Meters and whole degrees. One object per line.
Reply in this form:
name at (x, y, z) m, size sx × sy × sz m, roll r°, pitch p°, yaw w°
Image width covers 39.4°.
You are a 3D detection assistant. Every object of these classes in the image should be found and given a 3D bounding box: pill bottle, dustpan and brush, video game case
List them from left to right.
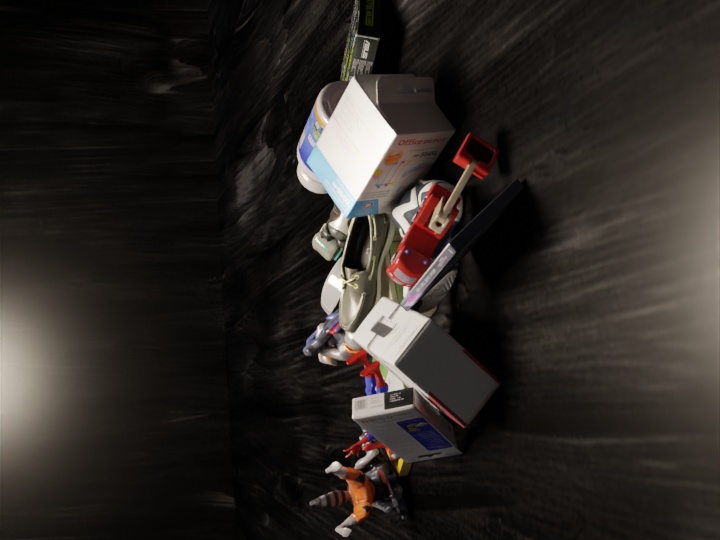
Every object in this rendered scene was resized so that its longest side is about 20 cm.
pill bottle at (-0.045, -0.218, 1.707) m, size 0.200 × 0.111 × 0.113 m, roll 121°, pitch 143°, yaw -55°
dustpan and brush at (-0.024, 0.013, 1.725) m, size 0.140 × 0.057 × 0.200 m, roll -58°, pitch -13°, yaw -3°
video game case at (0.131, -0.030, 1.326) m, size 0.019 × 0.143 × 0.200 m, roll 45°, pitch 152°, yaw 5°

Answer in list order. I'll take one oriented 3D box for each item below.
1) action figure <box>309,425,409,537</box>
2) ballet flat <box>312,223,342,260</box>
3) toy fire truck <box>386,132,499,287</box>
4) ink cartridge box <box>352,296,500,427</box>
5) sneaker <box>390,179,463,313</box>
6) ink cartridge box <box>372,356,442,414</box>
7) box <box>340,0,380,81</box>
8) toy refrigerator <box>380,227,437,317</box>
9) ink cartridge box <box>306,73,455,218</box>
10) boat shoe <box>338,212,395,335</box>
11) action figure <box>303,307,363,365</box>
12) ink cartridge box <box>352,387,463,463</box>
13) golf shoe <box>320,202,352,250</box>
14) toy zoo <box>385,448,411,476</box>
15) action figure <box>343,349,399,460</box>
action figure at (-0.005, 0.348, 1.720) m, size 0.104 × 0.193 × 0.202 m, roll -26°, pitch 78°, yaw 25°
ballet flat at (-0.034, -0.067, 1.804) m, size 0.068 × 0.063 × 0.200 m, roll -57°, pitch -7°, yaw 19°
toy fire truck at (0.109, -0.077, 1.364) m, size 0.201 × 0.048 × 0.141 m, roll -61°, pitch 4°, yaw -12°
ink cartridge box at (0.088, 0.125, 1.426) m, size 0.084 × 0.144 × 0.200 m, roll -50°, pitch 17°, yaw -5°
sneaker at (0.092, -0.046, 1.523) m, size 0.130 × 0.079 × 0.201 m, roll -131°, pitch 42°, yaw -66°
ink cartridge box at (0.075, 0.185, 1.632) m, size 0.201 × 0.059 × 0.105 m, roll -106°, pitch 21°, yaw -45°
box at (-0.002, -0.379, 1.769) m, size 0.194 × 0.047 × 0.201 m, roll -91°, pitch 11°, yaw -46°
toy refrigerator at (0.064, -0.019, 1.622) m, size 0.070 × 0.075 × 0.202 m, roll 121°, pitch 143°, yaw -60°
ink cartridge box at (0.034, -0.196, 1.507) m, size 0.126 × 0.128 × 0.201 m, roll 56°, pitch 135°, yaw 24°
boat shoe at (-0.002, -0.001, 1.573) m, size 0.072 × 0.060 × 0.204 m, roll 13°, pitch 88°, yaw 44°
action figure at (-0.001, 0.095, 1.701) m, size 0.105 × 0.200 × 0.193 m, roll 46°, pitch 174°, yaw -3°
ink cartridge box at (0.071, 0.225, 1.437) m, size 0.200 × 0.094 × 0.037 m, roll 50°, pitch -147°, yaw -50°
golf shoe at (-0.006, -0.119, 1.734) m, size 0.201 × 0.077 × 0.095 m, roll -73°, pitch 7°, yaw -55°
toy zoo at (0.062, 0.263, 1.753) m, size 0.200 × 0.020 × 0.132 m, roll -118°, pitch 30°, yaw -55°
action figure at (0.011, 0.227, 1.509) m, size 0.065 × 0.099 × 0.201 m, roll 37°, pitch 156°, yaw 53°
